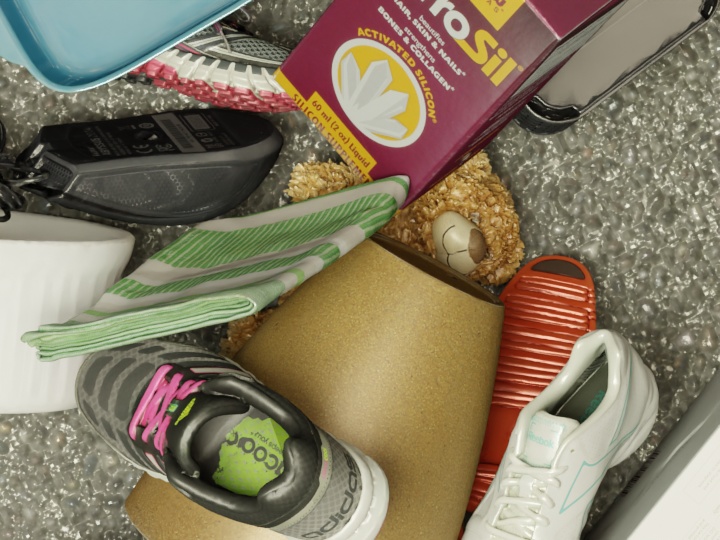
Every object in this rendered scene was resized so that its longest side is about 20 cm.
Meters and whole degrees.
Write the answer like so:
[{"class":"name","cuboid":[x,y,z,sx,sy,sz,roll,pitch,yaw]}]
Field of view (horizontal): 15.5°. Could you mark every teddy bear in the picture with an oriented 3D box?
[{"class":"teddy bear","cuboid":[0.000,0.000,1.554,0.199,0.067,0.146,-4,91,-1]}]

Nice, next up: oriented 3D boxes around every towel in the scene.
[{"class":"towel","cuboid":[-0.072,-0.003,1.419,0.152,0.200,0.023,-12,101,31]}]

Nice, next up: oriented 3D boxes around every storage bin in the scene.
[{"class":"storage bin","cuboid":[0.102,-0.193,1.550,0.135,0.094,0.200,-37,89,-3]}]

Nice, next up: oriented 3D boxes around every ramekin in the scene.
[{"class":"ramekin","cuboid":[-0.231,0.019,1.485,0.199,0.200,0.098,6,95,-2]}]

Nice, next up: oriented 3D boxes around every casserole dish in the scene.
[{"class":"casserole dish","cuboid":[-0.122,-0.181,1.493,0.199,0.039,0.121,-30,83,6]}]

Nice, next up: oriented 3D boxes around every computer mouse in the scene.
[{"class":"computer mouse","cuboid":[-0.143,-0.055,1.538,0.199,0.139,0.053,-5,112,-14]}]

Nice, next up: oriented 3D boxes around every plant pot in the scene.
[{"class":"plant pot","cuboid":[-0.006,0.085,1.478,0.186,0.186,0.201,27,96,-1]}]

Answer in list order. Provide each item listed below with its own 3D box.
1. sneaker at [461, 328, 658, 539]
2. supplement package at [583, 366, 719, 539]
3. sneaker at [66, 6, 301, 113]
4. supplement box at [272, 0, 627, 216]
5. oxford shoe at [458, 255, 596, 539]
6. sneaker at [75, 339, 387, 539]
[{"class":"sneaker","cuboid":[0.098,0.119,1.463,0.070,0.080,0.201,20,71,24]},{"class":"supplement package","cuboid":[0.243,0.182,1.517,0.200,0.147,0.191,40,88,0]},{"class":"sneaker","cuboid":[-0.097,-0.141,1.549,0.199,0.081,0.075,15,86,-1]},{"class":"supplement box","cuboid":[0.051,-0.133,1.446,0.110,0.200,0.086,49,52,4]},{"class":"oxford shoe","cuboid":[0.096,0.089,1.561,0.071,0.073,0.201,13,71,12]},{"class":"sneaker","cuboid":[-0.079,0.080,1.365,0.199,0.087,0.074,27,84,33]}]
